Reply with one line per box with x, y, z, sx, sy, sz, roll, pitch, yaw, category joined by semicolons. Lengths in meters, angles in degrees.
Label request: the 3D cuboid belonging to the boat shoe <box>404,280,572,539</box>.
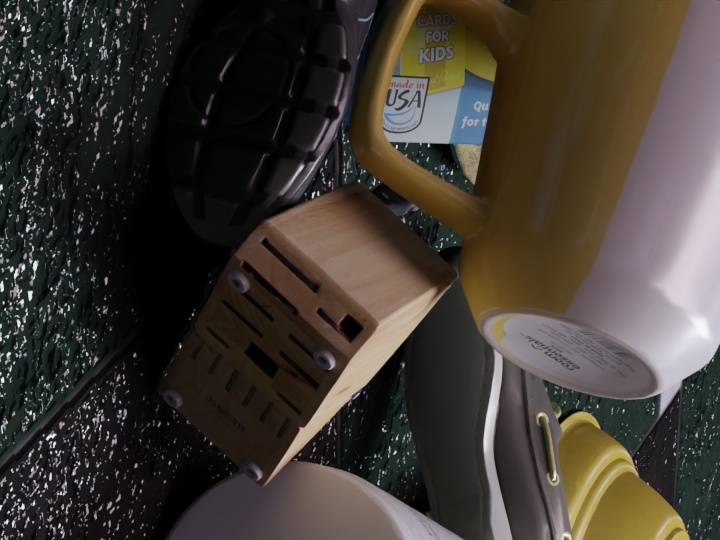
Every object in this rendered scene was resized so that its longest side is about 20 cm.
0.069;0.089;1.491;0.060;0.072;0.203;4;73;-36;boat shoe

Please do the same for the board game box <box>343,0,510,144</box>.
0.079;-0.155;1.327;0.150;0.047;0.201;0;116;-22;board game box

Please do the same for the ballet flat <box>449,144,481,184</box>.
0.070;-0.090;1.469;0.200;0.070;0.071;56;51;-62;ballet flat

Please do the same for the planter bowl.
0.151;0.194;1.808;0.200;0.083;0.201;-47;144;-50;planter bowl

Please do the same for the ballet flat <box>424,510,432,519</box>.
0.043;0.163;1.552;0.076;0.064;0.200;58;28;5;ballet flat

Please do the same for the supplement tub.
-0.004;0.168;1.349;0.200;0.131;0.133;36;69;-66;supplement tub

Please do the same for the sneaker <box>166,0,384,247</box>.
-0.020;-0.099;1.230;0.079;0.075;0.201;50;57;-66;sneaker

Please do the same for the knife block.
0.000;0.000;1.255;0.176;0.064;0.200;-46;174;-30;knife block

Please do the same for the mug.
0.096;-0.036;1.258;0.150;0.186;0.154;69;39;-65;mug
